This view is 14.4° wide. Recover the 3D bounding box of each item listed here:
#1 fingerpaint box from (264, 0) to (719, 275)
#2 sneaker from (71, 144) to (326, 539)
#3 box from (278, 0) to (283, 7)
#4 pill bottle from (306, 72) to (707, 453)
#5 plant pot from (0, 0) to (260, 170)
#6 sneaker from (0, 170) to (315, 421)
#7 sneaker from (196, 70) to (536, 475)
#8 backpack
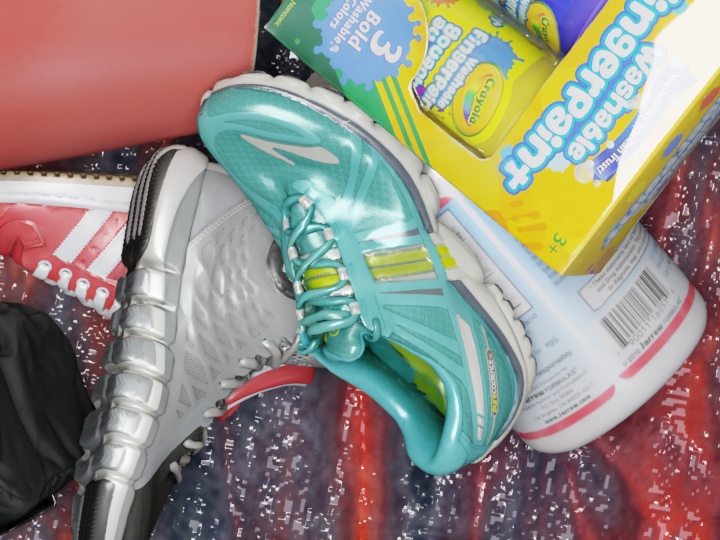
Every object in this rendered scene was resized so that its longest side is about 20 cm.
[{"bbox_3d":[0.088,-0.125,1.166,0.167,0.073,0.200,41,103,14],"label":"fingerpaint box"},{"bbox_3d":[-0.056,0.051,1.255,0.115,0.075,0.200,12,86,-14],"label":"sneaker"},{"bbox_3d":[0.067,-0.158,1.296,0.200,0.041,0.119,6,127,-5],"label":"box"},{"bbox_3d":[0.058,-0.021,1.293,0.109,0.109,0.200,-41,101,2],"label":"pill bottle"},{"bbox_3d":[-0.142,-0.133,1.250,0.177,0.200,0.200,0,96,-12],"label":"plant pot"},{"bbox_3d":[-0.111,0.012,1.316,0.200,0.071,0.113,4,93,-5],"label":"sneaker"},{"bbox_3d":[0.000,0.000,1.210,0.200,0.078,0.080,51,48,-12],"label":"sneaker"},{"bbox_3d":[-0.235,0.080,1.287,0.200,0.167,0.127,-15,89,15],"label":"backpack"}]
